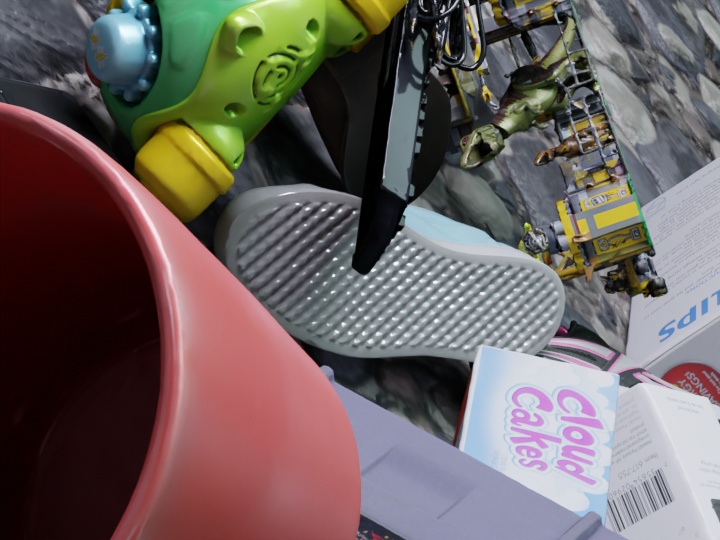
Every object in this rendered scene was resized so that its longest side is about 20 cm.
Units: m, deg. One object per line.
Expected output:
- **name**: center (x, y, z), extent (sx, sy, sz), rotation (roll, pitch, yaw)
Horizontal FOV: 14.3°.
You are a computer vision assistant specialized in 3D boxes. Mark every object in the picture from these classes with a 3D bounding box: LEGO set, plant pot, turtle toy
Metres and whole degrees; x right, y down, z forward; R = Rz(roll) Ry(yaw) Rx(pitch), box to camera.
- **LEGO set**: center (0.071, -0.065, 1.461), extent (0.154, 0.115, 0.201), rotation (-1, 72, -84)
- **plant pot**: center (-0.100, 0.062, 0.952), extent (0.177, 0.200, 0.201), rotation (30, 35, -58)
- **turtle toy**: center (-0.064, -0.103, 1.251), extent (0.101, 0.146, 0.200), rotation (45, -4, -4)

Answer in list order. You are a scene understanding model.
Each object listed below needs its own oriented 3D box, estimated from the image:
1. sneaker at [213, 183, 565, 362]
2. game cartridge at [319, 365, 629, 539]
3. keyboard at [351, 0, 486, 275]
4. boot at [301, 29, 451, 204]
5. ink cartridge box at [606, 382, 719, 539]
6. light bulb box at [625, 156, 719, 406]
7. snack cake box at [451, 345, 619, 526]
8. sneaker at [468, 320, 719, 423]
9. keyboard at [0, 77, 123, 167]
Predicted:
- **sneaker**: center (0.000, 0.000, 1.348), extent (0.199, 0.074, 0.082), rotation (18, 4, -39)
- **game cartridge**: center (0.003, 0.101, 1.093), extent (0.199, 0.039, 0.129), rotation (28, 32, 23)
- **keyboard**: center (0.033, -0.102, 1.270), extent (0.039, 0.104, 0.201), rotation (10, 66, -6)
- **boot**: center (-0.040, -0.141, 1.432), extent (0.200, 0.064, 0.187), rotation (48, -16, 35)
- **ink cartridge box**: center (0.137, 0.168, 1.307), extent (0.068, 0.116, 0.201), rotation (16, 47, -53)
- **light bulb box**: center (0.261, 0.048, 1.659), extent (0.198, 0.125, 0.200), rotation (47, 25, -17)
- **snack cake box**: center (0.059, 0.136, 1.193), extent (0.067, 0.116, 0.200), rotation (12, 33, 1)
- **sneaker**: center (0.125, 0.065, 1.460), extent (0.200, 0.080, 0.087), rotation (27, 26, -55)
- **keyboard**: center (-0.119, -0.012, 1.131), extent (0.127, 0.021, 0.200), rotation (10, 34, -47)
